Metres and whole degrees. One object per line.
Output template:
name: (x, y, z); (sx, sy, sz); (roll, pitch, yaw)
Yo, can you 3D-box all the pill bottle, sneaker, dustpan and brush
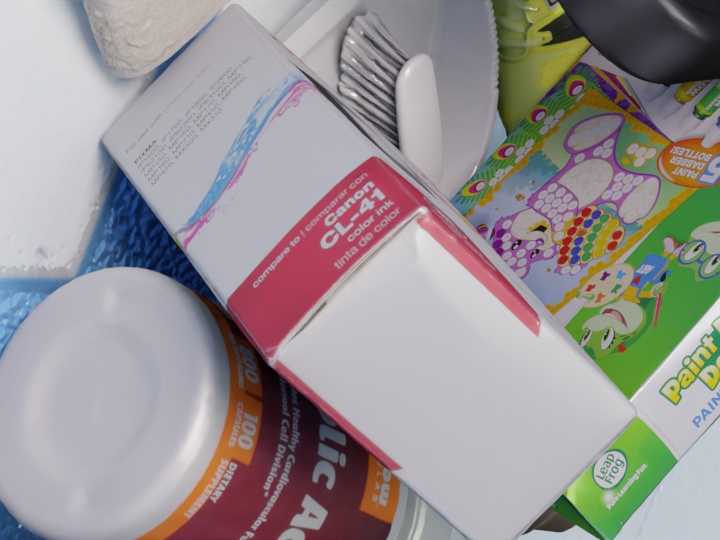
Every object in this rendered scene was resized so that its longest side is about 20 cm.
pill bottle: (-0.052, 0.081, 1.207); (0.200, 0.114, 0.114); (30, 78, -52)
sneaker: (0.068, -0.147, 1.325); (0.076, 0.075, 0.201); (-11, 101, -42)
dustpan and brush: (0.025, -0.044, 1.302); (0.140, 0.057, 0.200); (-45, 144, -29)

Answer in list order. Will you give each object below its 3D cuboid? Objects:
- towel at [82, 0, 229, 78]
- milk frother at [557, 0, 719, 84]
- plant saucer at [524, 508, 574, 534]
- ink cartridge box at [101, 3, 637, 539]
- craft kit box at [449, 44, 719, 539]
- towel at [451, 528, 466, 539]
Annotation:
towel: (-0.047, -0.182, 1.147); (0.200, 0.034, 0.133); (-46, 146, -16)
milk frother: (0.139, -0.192, 1.171); (0.188, 0.181, 0.200); (-6, 135, -52)
plant saucer: (0.128, 0.040, 1.307); (0.200, 0.029, 0.200); (-55, -178, 2)
ink cartridge box: (0.000, 0.000, 1.142); (0.086, 0.200, 0.148); (-45, 126, 5)
craft kit box: (0.103, -0.002, 1.222); (0.198, 0.200, 0.049); (-50, 122, -8)
towel: (0.075, 0.069, 1.389); (0.200, 0.031, 0.149); (-48, 161, -31)
